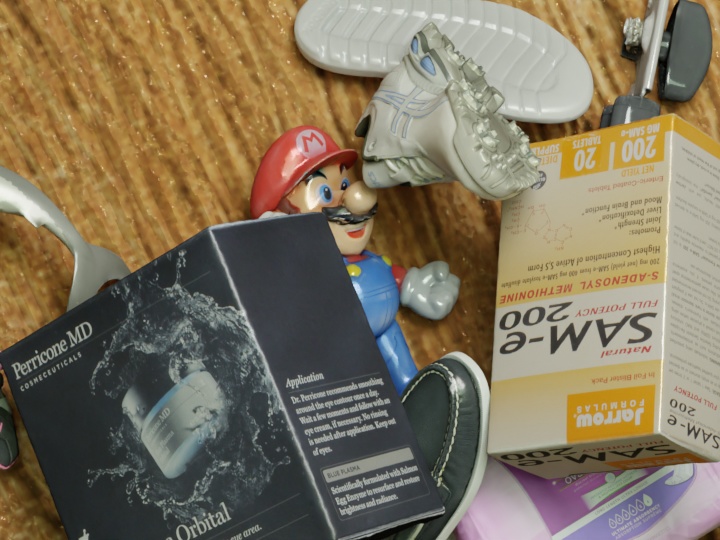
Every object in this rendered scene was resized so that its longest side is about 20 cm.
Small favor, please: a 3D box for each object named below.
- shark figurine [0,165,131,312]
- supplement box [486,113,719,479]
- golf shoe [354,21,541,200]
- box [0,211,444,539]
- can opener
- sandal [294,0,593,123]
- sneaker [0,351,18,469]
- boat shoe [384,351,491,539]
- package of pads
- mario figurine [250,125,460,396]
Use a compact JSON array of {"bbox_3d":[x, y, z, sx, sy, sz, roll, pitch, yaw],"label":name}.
[{"bbox_3d":[-0.246,-0.048,1.708,0.214,0.090,0.129,9,112,1],"label":"shark figurine"},{"bbox_3d":[0.150,0.018,1.633,0.073,0.126,0.201,26,61,-48],"label":"supplement box"},{"bbox_3d":[0.048,-0.073,1.657,0.097,0.200,0.078,-43,111,9],"label":"golf shoe"},{"bbox_3d":[-0.086,0.096,1.624,0.117,0.196,0.201,-9,73,-53],"label":"box"},{"bbox_3d":[0.188,-0.093,1.789,0.066,0.053,0.201,17,78,-6],"label":"can opener"},{"bbox_3d":[0.056,-0.140,1.784,0.202,0.050,0.083,17,62,8],"label":"sandal"},{"bbox_3d":[-0.302,0.118,1.672,0.199,0.079,0.096,-20,94,-10],"label":"sneaker"},{"bbox_3d":[0.021,0.141,1.660,0.060,0.076,0.201,-1,117,-39],"label":"boat shoe"},{"bbox_3d":[0.145,0.143,1.725,0.200,0.076,0.121,-30,85,-13],"label":"package of pads"},{"bbox_3d":[0.000,0.000,1.711,0.106,0.123,0.201,-23,88,5],"label":"mario figurine"}]
